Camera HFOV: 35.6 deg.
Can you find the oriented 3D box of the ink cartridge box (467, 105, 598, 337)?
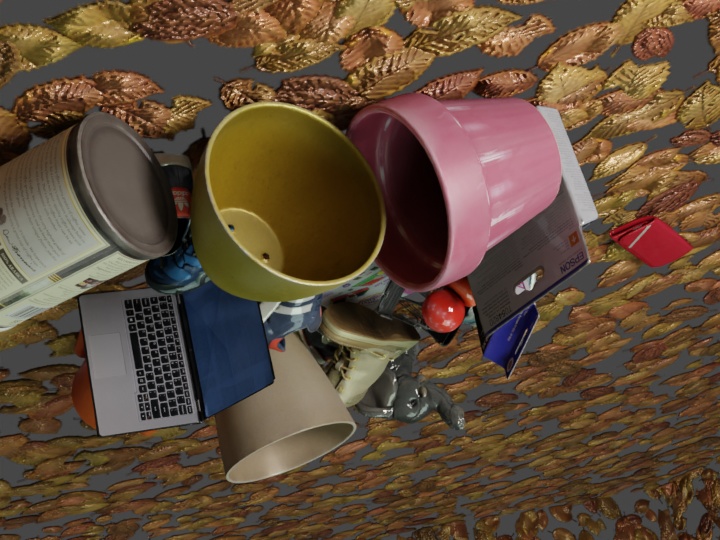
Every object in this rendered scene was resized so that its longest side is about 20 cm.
[{"bbox_3d":[0.186,-0.052,1.296,0.040,0.202,0.199,2,152,-34],"label":"ink cartridge box"}]

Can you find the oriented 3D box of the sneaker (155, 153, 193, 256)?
[{"bbox_3d":[-0.230,-0.042,1.210,0.074,0.085,0.200,-3,154,-27],"label":"sneaker"}]

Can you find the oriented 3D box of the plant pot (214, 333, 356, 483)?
[{"bbox_3d":[-0.128,0.157,1.527,0.186,0.201,0.188,-21,160,-8],"label":"plant pot"}]

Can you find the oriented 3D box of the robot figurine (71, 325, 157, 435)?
[{"bbox_3d":[-0.315,0.144,1.497,0.116,0.145,0.200,0,152,-29],"label":"robot figurine"}]

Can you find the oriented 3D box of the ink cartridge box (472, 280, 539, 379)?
[{"bbox_3d":[0.185,0.053,1.447,0.037,0.200,0.095,19,110,-10],"label":"ink cartridge box"}]

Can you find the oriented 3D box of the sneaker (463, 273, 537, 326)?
[{"bbox_3d":[0.187,0.033,1.648,0.086,0.078,0.200,1,152,-25],"label":"sneaker"}]

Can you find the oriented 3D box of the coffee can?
[{"bbox_3d":[-0.299,-0.044,1.084,0.199,0.148,0.146,-24,156,20],"label":"coffee can"}]

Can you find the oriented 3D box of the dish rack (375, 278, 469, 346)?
[{"bbox_3d":[0.099,0.014,1.472,0.154,0.054,0.200,-62,154,4],"label":"dish rack"}]

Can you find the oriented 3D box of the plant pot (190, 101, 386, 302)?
[{"bbox_3d":[-0.095,-0.047,1.138,0.199,0.202,0.142,2,154,-34],"label":"plant pot"}]

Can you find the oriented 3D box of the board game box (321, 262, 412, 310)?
[{"bbox_3d":[0.000,0.000,1.501,0.152,0.041,0.200,-24,155,19],"label":"board game box"}]

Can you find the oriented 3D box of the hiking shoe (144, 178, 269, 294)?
[{"bbox_3d":[-0.172,-0.047,1.270,0.199,0.075,0.087,-31,146,12],"label":"hiking shoe"}]

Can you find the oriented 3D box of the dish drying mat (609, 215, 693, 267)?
[{"bbox_3d":[0.446,-0.041,1.711,0.076,0.018,0.200,-27,154,24],"label":"dish drying mat"}]

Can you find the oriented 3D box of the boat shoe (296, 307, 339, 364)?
[{"bbox_3d":[-0.058,0.080,1.610,0.062,0.072,0.200,-25,155,2],"label":"boat shoe"}]

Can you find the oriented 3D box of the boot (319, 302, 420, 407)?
[{"bbox_3d":[-0.021,0.123,1.575,0.156,0.073,0.199,-48,151,20],"label":"boot"}]

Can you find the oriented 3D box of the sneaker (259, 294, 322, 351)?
[{"bbox_3d":[-0.067,0.023,1.387,0.084,0.075,0.200,34,118,-22],"label":"sneaker"}]

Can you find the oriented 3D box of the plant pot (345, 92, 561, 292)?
[{"bbox_3d":[0.105,-0.098,1.180,0.178,0.201,0.200,-20,162,-28],"label":"plant pot"}]

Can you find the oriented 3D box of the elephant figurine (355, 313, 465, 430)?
[{"bbox_3d":[0.053,0.179,1.734,0.140,0.202,0.155,-5,155,-24],"label":"elephant figurine"}]

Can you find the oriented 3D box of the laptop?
[{"bbox_3d":[-0.228,0.082,1.360,0.198,0.189,0.116,-5,155,-21],"label":"laptop"}]

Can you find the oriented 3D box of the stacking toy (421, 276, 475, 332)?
[{"bbox_3d":[0.152,-0.004,1.410,0.200,0.085,0.085,-49,161,-13],"label":"stacking toy"}]
